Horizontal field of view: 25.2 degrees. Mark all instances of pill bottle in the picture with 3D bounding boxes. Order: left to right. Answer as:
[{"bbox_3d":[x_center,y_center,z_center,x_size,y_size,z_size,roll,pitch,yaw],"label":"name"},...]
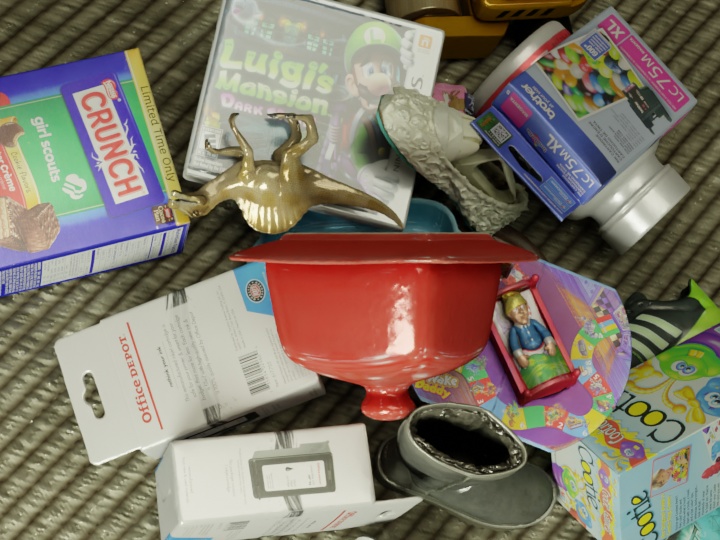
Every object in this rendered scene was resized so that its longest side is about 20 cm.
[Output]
[{"bbox_3d":[0.204,-0.118,1.483,0.119,0.120,0.200,-41,85,-22],"label":"pill bottle"}]

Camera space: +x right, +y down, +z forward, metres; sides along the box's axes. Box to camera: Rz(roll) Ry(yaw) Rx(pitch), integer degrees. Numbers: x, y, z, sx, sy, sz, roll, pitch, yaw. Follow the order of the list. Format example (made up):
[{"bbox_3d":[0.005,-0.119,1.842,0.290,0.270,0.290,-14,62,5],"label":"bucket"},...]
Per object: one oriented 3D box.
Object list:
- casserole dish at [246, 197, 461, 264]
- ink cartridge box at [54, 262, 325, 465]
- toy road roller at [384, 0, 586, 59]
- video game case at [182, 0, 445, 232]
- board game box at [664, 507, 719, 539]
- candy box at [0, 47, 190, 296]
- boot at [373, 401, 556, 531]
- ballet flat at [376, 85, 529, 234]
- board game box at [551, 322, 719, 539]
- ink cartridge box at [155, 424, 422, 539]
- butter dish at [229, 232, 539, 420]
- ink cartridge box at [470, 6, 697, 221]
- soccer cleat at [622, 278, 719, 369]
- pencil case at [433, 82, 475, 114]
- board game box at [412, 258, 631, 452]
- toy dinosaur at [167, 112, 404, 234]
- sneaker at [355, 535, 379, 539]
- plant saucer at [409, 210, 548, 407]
[{"bbox_3d":[0.000,0.000,1.414,0.197,0.039,0.123,-3,67,5],"label":"casserole dish"},{"bbox_3d":[-0.141,0.080,1.343,0.198,0.068,0.117,-20,76,-1],"label":"ink cartridge box"},{"bbox_3d":[0.125,-0.284,1.507,0.197,0.146,0.125,-5,72,-15],"label":"toy road roller"},{"bbox_3d":[-0.039,-0.145,1.397,0.197,0.023,0.184,13,81,-7],"label":"video game case"},{"bbox_3d":[0.324,0.284,1.426,0.135,0.028,0.201,-34,82,-22],"label":"board game box"},{"bbox_3d":[-0.262,-0.081,1.379,0.198,0.077,0.171,-14,75,-19],"label":"candy box"},{"bbox_3d":[0.102,0.158,1.320,0.179,0.200,0.074,11,68,-10],"label":"boot"},{"bbox_3d":[0.087,-0.101,1.389,0.071,0.200,0.073,-17,54,25],"label":"ballet flat"},{"bbox_3d":[0.274,0.145,1.401,0.198,0.106,0.103,-24,38,-21],"label":"board game box"},{"bbox_3d":[-0.060,0.174,1.313,0.197,0.116,0.069,-3,73,-16],"label":"ink cartridge box"},{"bbox_3d":[0.021,0.044,1.277,0.197,0.199,0.150,1,92,28],"label":"butter dish"},{"bbox_3d":[0.196,-0.138,1.392,0.120,0.042,0.200,48,54,5],"label":"ink cartridge box"},{"bbox_3d":[0.243,0.070,1.467,0.198,0.068,0.082,-20,63,-23],"label":"soccer cleat"},{"bbox_3d":[0.001,-0.137,1.459,0.197,0.087,0.084,6,77,-9],"label":"pencil case"},{"bbox_3d":[0.133,0.054,1.347,0.198,0.039,0.160,22,69,4],"label":"board game box"},{"bbox_3d":[-0.061,-0.081,1.356,0.197,0.058,0.103,1,98,-2],"label":"toy dinosaur"},{"bbox_3d":[0.041,0.323,1.311,0.199,0.084,0.121,38,62,9],"label":"sneaker"},{"bbox_3d":[0.101,0.036,1.452,0.198,0.037,0.203,5,70,-13],"label":"plant saucer"}]
